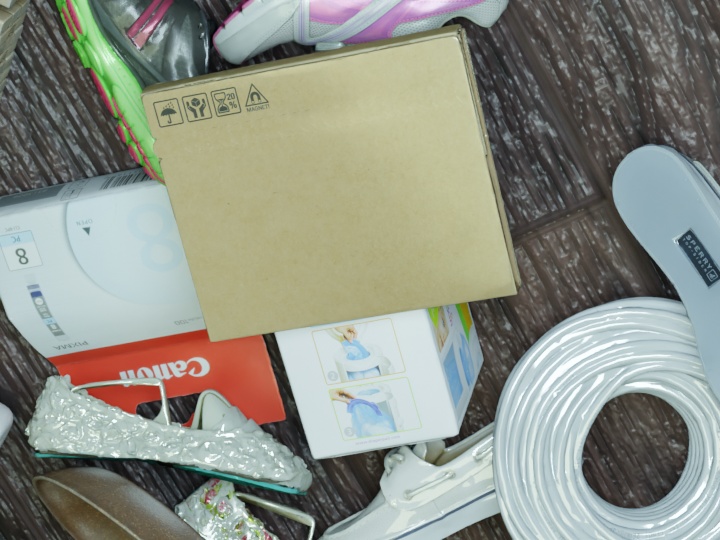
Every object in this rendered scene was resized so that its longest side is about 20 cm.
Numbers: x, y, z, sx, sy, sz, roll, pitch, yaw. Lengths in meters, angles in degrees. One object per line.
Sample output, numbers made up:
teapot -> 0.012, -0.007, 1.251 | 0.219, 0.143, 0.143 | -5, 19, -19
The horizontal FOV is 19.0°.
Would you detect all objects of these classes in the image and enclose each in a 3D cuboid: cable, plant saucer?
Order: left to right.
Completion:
plant saucer -> -0.137, 0.195, 1.463 | 0.200, 0.037, 0.201 | 35, 160, 15
cable -> 0.181, 0.116, 1.376 | 0.198, 0.069, 0.202 | -21, 95, 0

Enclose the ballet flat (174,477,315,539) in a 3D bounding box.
ballet flat -> -0.038, 0.207, 1.500 | 0.199, 0.076, 0.064 | 34, 86, -10

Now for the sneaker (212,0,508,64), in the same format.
sneaker -> 0.004, -0.158, 1.310 | 0.198, 0.081, 0.089 | -18, 108, 20

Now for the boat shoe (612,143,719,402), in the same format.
boat shoe -> 0.230, 0.013, 1.321 | 0.074, 0.086, 0.203 | -39, 74, 26

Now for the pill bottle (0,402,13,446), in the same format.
pill bottle -> -0.351, 0.094, 1.490 | 0.199, 0.110, 0.110 | 31, 117, -3

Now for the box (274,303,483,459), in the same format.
box -> 0.000, 0.000, 1.366 | 0.100, 0.113, 0.202 | -10, 111, 17

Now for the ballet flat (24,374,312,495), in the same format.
ballet flat -> -0.128, 0.107, 1.453 | 0.198, 0.072, 0.072 | 9, 116, 1

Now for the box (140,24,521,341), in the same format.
box -> -0.017, -0.048, 1.275 | 0.198, 0.021, 0.165 | -9, 109, 16

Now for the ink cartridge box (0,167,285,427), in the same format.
ink cartridge box -> -0.154, 0.034, 1.453 | 0.159, 0.047, 0.202 | -11, 110, 17

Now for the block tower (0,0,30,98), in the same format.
block tower -> -0.262, -0.127, 1.398 | 0.057, 0.054, 0.201 | 25, 118, 1

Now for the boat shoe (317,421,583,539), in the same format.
boat shoe -> 0.048, 0.141, 1.444 | 0.199, 0.071, 0.070 | -26, 99, 14

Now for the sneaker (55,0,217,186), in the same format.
sneaker -> -0.137, -0.153, 1.359 | 0.083, 0.077, 0.201 | -28, 101, -15
